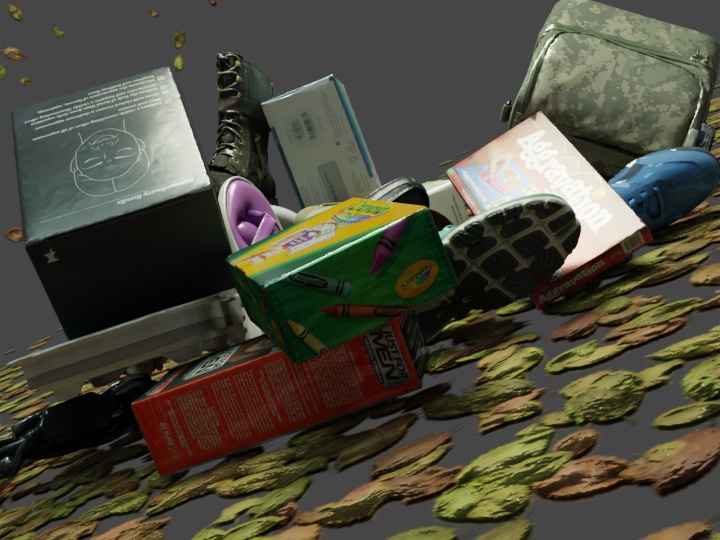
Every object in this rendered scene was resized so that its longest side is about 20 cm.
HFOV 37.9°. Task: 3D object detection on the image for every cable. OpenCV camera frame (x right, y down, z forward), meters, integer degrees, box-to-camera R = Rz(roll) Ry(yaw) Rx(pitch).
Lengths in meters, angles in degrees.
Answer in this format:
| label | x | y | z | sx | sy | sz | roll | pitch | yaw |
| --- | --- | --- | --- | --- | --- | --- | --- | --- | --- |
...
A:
| label | x | y | z | sx | sy | sz | roll | pitch | yaw |
| --- | --- | --- | --- | --- | --- | --- | --- | --- | --- |
| cable | -0.265 | 0.146 | 0.951 | 0.163 | 0.051 | 0.200 | -26 | -2 | 40 |

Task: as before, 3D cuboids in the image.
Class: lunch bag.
| label | x | y | z | sx | sy | sz | roll | pitch | yaw |
| --- | --- | --- | --- | --- | --- | --- | --- | --- | --- |
| lunch bag | 0.256 | -0.166 | 1.063 | 0.199 | 0.140 | 0.168 | 21 | 49 | 10 |

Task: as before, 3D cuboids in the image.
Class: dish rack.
| label | x | y | z | sx | sy | sz | roll | pitch | yaw |
| --- | --- | --- | --- | --- | --- | --- | --- | --- | --- |
| dish rack | -0.187 | 0.066 | 0.884 | 0.171 | 0.044 | 0.200 | -19 | 0 | -1 |

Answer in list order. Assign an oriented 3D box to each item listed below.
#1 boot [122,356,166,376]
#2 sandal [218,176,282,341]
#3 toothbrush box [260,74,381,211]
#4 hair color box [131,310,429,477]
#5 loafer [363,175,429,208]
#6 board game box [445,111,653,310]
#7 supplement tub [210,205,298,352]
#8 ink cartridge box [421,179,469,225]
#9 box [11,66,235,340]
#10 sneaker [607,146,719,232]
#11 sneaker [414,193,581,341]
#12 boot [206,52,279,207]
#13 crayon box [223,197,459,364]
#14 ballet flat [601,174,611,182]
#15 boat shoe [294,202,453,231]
| label | x | y | z | sx | sy | sz | roll | pitch | yaw |
| --- | --- | --- | --- | --- | --- | --- | --- | --- | --- |
| boot | -0.209 | 0.025 | 1.021 | 0.072 | 0.157 | 0.200 | 3 | -6 | -33 |
| sandal | -0.073 | 0.000 | 0.923 | 0.050 | 0.204 | 0.082 | -30 | -29 | 28 |
| toothbrush box | -0.036 | -0.131 | 1.174 | 0.085 | 0.147 | 0.200 | -21 | 7 | 6 |
| hair color box | -0.054 | 0.078 | 0.763 | 0.199 | 0.062 | 0.102 | -20 | 7 | 9 |
| loafer | 0.000 | 0.000 | 0.970 | 0.201 | 0.068 | 0.070 | -50 | 36 | -6 |
| board game box | 0.148 | -0.056 | 0.867 | 0.103 | 0.019 | 0.200 | -31 | 37 | 4 |
| supplement tub | -0.134 | 0.013 | 1.106 | 0.144 | 0.145 | 0.200 | -26 | 10 | -31 |
| ink cartridge box | 0.017 | -0.031 | 1.216 | 0.199 | 0.084 | 0.145 | -22 | 7 | -6 |
| box | -0.199 | -0.063 | 0.878 | 0.148 | 0.108 | 0.200 | -17 | 42 | -7 |
| sneaker | 0.214 | -0.042 | 0.881 | 0.199 | 0.066 | 0.079 | -20 | 22 | 6 |
| sneaker | 0.075 | -0.011 | 0.814 | 0.199 | 0.078 | 0.080 | -27 | 29 | 27 |
| boot | -0.142 | -0.147 | 1.125 | 0.069 | 0.175 | 0.200 | -4 | -3 | 18 |
| crayon box | -0.022 | 0.000 | 0.744 | 0.118 | 0.059 | 0.200 | -25 | 11 | -11 |
| ballet flat | 0.248 | -0.087 | 1.110 | 0.199 | 0.068 | 0.072 | -22 | 26 | -34 |
| boat shoe | 0.021 | -0.037 | 1.073 | 0.199 | 0.073 | 0.065 | 5 | 10 | -44 |
